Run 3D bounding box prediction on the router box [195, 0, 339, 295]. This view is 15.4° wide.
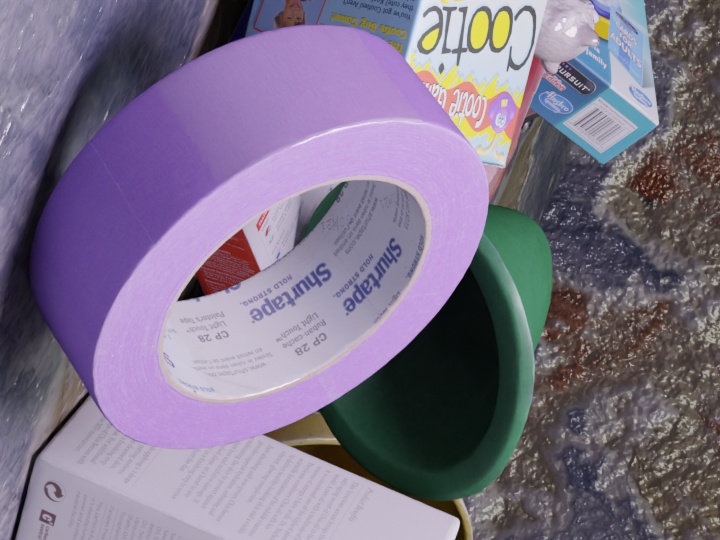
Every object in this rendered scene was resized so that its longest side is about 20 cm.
[{"bbox_3d":[-0.028,-0.078,1.422,0.180,0.049,0.201,71,41,-61],"label":"router box"}]

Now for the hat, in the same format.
[{"bbox_3d":[0.081,0.001,1.398,0.176,0.165,0.201,-22,133,-43],"label":"hat"}]

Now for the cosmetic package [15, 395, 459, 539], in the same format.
[{"bbox_3d":[-0.062,0.136,1.335,0.101,0.199,0.072,-52,162,-60],"label":"cosmetic package"}]

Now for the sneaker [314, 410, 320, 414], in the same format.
[{"bbox_3d":[0.000,0.000,1.521,0.087,0.074,0.200,87,21,-44],"label":"sneaker"}]

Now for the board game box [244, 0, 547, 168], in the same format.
[{"bbox_3d":[0.029,-0.163,1.289,0.103,0.105,0.201,9,97,-53],"label":"board game box"}]

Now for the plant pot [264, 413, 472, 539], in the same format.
[{"bbox_3d":[-0.042,0.120,1.581,0.142,0.199,0.201,-101,-160,-47],"label":"plant pot"}]

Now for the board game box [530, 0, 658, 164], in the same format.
[{"bbox_3d":[0.102,-0.180,1.549,0.047,0.151,0.201,-34,-143,30],"label":"board game box"}]

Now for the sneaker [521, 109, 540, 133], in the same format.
[{"bbox_3d":[0.071,-0.105,1.759,0.200,0.082,0.077,-8,-119,61],"label":"sneaker"}]

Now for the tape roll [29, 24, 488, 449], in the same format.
[{"bbox_3d":[-0.043,-0.012,1.173,0.199,0.066,0.201,-24,147,-17],"label":"tape roll"}]

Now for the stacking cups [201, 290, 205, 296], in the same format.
[{"bbox_3d":[-0.056,0.010,1.535,0.061,0.060,0.200,103,12,-46],"label":"stacking cups"}]

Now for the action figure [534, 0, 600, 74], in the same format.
[{"bbox_3d":[0.086,-0.191,1.432,0.104,0.194,0.200,-28,155,20],"label":"action figure"}]
